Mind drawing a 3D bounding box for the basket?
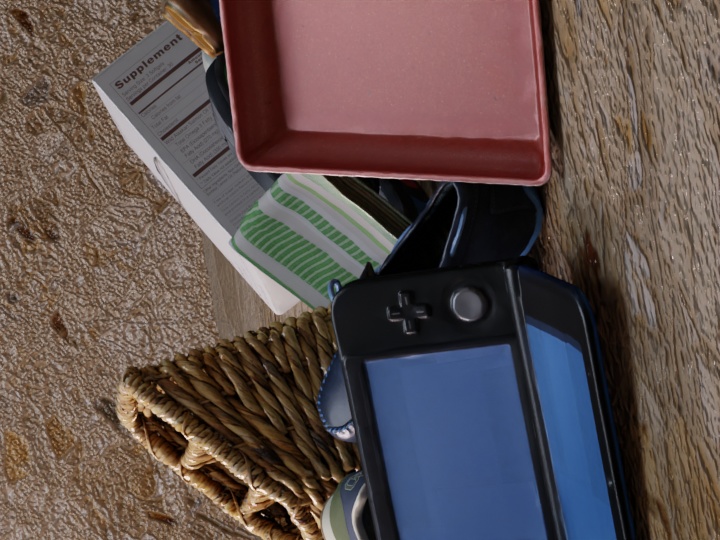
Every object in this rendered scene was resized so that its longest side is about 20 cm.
[{"bbox_3d":[-0.065,0.119,1.647,0.200,0.149,0.143,124,127,-77],"label":"basket"}]

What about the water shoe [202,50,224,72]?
[{"bbox_3d":[-0.047,-0.084,1.811,0.200,0.071,0.079,49,145,2],"label":"water shoe"}]

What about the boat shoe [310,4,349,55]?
[{"bbox_3d":[-0.010,-0.199,1.452,0.200,0.091,0.071,59,-152,6],"label":"boat shoe"}]

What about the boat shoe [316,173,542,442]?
[{"bbox_3d":[0.021,0.013,1.461,0.084,0.069,0.200,52,123,39],"label":"boat shoe"}]

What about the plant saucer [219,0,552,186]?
[{"bbox_3d":[0.015,-0.150,1.396,0.037,0.200,0.200,-30,-61,-55],"label":"plant saucer"}]

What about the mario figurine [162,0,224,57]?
[{"bbox_3d":[-0.062,-0.242,1.710,0.123,0.200,0.106,35,172,49],"label":"mario figurine"}]

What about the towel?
[{"bbox_3d":[0.000,0.000,1.588,0.153,0.023,0.200,39,161,-5],"label":"towel"}]

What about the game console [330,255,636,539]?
[{"bbox_3d":[0.067,0.103,1.359,0.118,0.171,0.200,-37,-63,-69],"label":"game console"}]

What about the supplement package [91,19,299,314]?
[{"bbox_3d":[-0.088,-0.089,1.942,0.200,0.117,0.117,48,173,25],"label":"supplement package"}]

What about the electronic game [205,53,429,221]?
[{"bbox_3d":[-0.020,-0.071,1.690,0.042,0.200,0.200,-48,29,18],"label":"electronic game"}]

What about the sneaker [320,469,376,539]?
[{"bbox_3d":[0.054,0.193,1.496,0.200,0.067,0.090,47,160,10],"label":"sneaker"}]

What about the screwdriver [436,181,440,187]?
[{"bbox_3d":[0.051,-0.044,1.642,0.029,0.028,0.200,-47,49,42],"label":"screwdriver"}]
